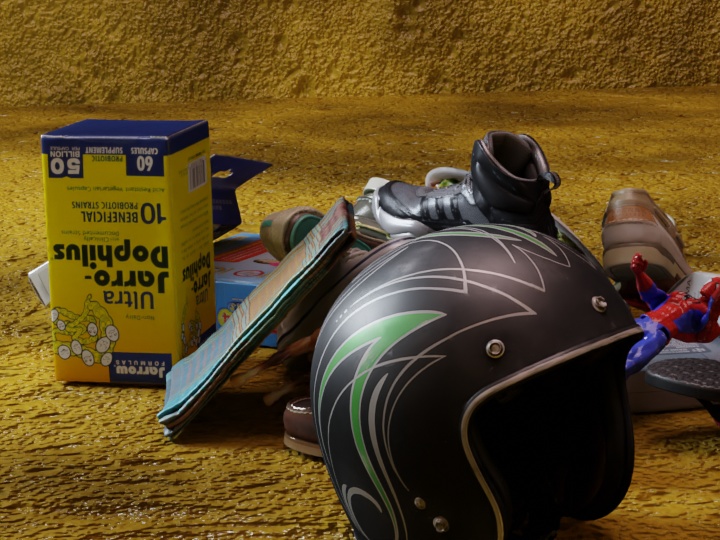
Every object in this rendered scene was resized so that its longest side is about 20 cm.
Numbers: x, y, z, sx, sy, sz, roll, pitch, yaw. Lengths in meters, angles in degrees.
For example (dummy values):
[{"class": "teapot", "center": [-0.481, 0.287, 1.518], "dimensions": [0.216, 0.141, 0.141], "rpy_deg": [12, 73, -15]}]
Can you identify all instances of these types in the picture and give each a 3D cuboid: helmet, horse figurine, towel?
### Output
[{"class": "helmet", "center": [0.067, 0.067, 1.060], "dimensions": [0.199, 0.191, 0.200], "rpy_deg": [-2, 12, 0]}, {"class": "horse figurine", "center": [-0.004, 0.058, 1.326], "dimensions": [0.132, 0.050, 0.200], "rpy_deg": [-27, -9, 24]}, {"class": "towel", "center": [-0.076, 0.030, 1.338], "dimensions": [0.022, 0.200, 0.147], "rpy_deg": [42, 7, -9]}]

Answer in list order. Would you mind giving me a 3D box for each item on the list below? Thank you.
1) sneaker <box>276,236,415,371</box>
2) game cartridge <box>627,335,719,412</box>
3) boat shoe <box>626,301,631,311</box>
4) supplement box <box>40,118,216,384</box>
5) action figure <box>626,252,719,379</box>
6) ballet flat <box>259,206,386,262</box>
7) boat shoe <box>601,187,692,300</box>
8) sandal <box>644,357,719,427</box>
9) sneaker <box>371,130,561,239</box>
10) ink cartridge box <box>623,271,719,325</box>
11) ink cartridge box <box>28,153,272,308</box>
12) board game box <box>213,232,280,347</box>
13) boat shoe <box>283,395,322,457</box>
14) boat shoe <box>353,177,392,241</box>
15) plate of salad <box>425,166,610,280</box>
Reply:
[{"class": "sneaker", "center": [-0.018, 0.012, 1.399], "dimensions": [0.073, 0.071, 0.200], "rpy_deg": [-8, -20, -37]}, {"class": "game cartridge", "center": [0.198, 0.076, 1.389], "dimensions": [0.199, 0.041, 0.133], "rpy_deg": [-3, 9, -6]}, {"class": "boat shoe", "center": [0.121, 0.044, 1.487], "dimensions": [0.199, 0.072, 0.071], "rpy_deg": [3, 1, -1]}, {"class": "supplement box", "center": [-0.185, -0.017, 1.462], "dimensions": [0.109, 0.201, 0.110], "rpy_deg": [1, 12, 13]}, {"class": "action figure", "center": [0.206, 0.031, 1.304], "dimensions": [0.200, 0.099, 0.065], "rpy_deg": [-26, 45, -36]}, {"class": "ballet flat", "center": [0.000, 0.000, 1.512], "dimensions": [0.200, 0.068, 0.062], "rpy_deg": [34, -15, -30]}, {"class": "boat shoe", "center": [0.242, -0.017, 1.519], "dimensions": [0.075, 0.069, 0.200], "rpy_deg": [-3, -13, 12]}, {"class": "sandal", "center": [0.294, 0.100, 1.271], "dimensions": [0.199, 0.045, 0.075], "rpy_deg": [11, 14, -15]}, {"class": "sneaker", "center": [0.091, -0.066, 1.485], "dimensions": [0.075, 0.114, 0.200], "rpy_deg": [-12, 28, -41]}, {"class": "ink cartridge box", "center": [0.325, 0.025, 1.474], "dimensions": [0.162, 0.050, 0.200], "rpy_deg": [7, 7, -23]}, {"class": "ink cartridge box", "center": [-0.179, -0.035, 1.640], "dimensions": [0.200, 0.047, 0.198], "rpy_deg": [-28, -5, 11]}, {"class": "board game box", "center": [-0.075, 0.016, 1.642], "dimensions": [0.195, 0.056, 0.200], "rpy_deg": [5, 13, 28]}, {"class": "boat shoe", "center": [0.041, 0.094, 1.236], "dimensions": [0.199, 0.071, 0.070], "rpy_deg": [1, 16, 17]}, {"class": "boat shoe", "center": [0.075, -0.003, 1.588], "dimensions": [0.201, 0.060, 0.072], "rpy_deg": [34, -17, 8]}, {"class": "plate of salad", "center": [0.136, -0.021, 1.613], "dimensions": [0.200, 0.200, 0.048], "rpy_deg": [15, 64, 52]}]
